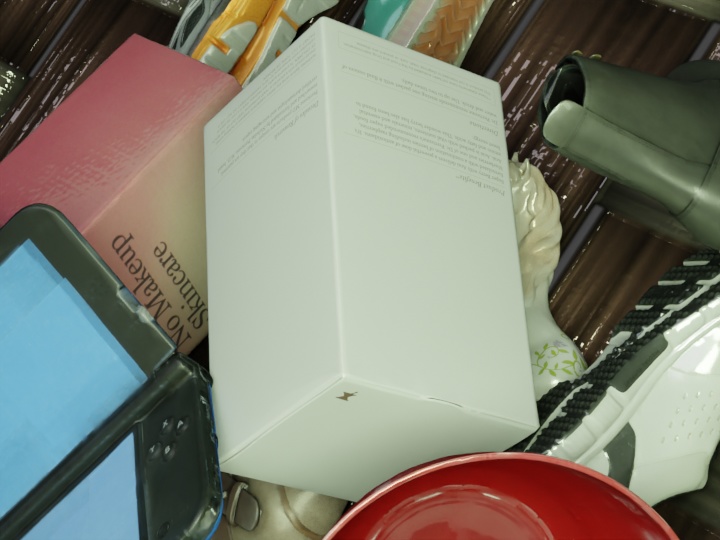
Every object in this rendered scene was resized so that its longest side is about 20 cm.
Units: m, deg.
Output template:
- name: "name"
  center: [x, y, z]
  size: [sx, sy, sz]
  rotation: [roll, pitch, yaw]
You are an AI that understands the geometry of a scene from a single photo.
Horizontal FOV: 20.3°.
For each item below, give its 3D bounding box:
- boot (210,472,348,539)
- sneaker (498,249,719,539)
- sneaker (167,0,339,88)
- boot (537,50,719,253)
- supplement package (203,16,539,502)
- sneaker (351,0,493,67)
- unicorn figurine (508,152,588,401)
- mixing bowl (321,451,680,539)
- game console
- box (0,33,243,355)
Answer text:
- name: "boot"
  center: [-0.058, 0.084, 1.141]
  size: [0.146, 0.070, 0.201]
  rotation: [-48, 33, 16]
- name: "sneaker"
  center: [0.158, 0.059, 1.007]
  size: [0.200, 0.080, 0.074]
  rotation: [-42, 14, -12]
- name: "sneaker"
  center: [-0.063, -0.187, 1.305]
  size: [0.200, 0.078, 0.077]
  rotation: [-51, 38, -4]
- name: "boot"
  center: [0.144, -0.084, 1.007]
  size: [0.078, 0.137, 0.200]
  rotation: [-60, 14, 16]
- name: "supplement package"
  center: [0.000, 0.000, 1.016]
  size: [0.120, 0.120, 0.202]
  rotation: [-36, 47, 44]
- name: "sneaker"
  center: [0.049, -0.194, 1.229]
  size: [0.080, 0.071, 0.201]
  rotation: [30, 83, 38]
- name: "unicorn figurine"
  center: [0.072, 0.030, 1.084]
  size: [0.137, 0.074, 0.201]
  rotation: [-37, 64, 9]
- name: "mixing bowl"
  center: [0.053, 0.164, 0.922]
  size: [0.200, 0.200, 0.108]
  rotation: [-44, 13, 4]
- name: "game console"
  center: [-0.175, 0.102, 0.976]
  size: [0.200, 0.118, 0.171]
  rotation: [-43, 29, 19]
- name: "box"
  center: [-0.144, -0.019, 1.191]
  size: [0.109, 0.128, 0.200]
  rotation: [26, 66, 43]
